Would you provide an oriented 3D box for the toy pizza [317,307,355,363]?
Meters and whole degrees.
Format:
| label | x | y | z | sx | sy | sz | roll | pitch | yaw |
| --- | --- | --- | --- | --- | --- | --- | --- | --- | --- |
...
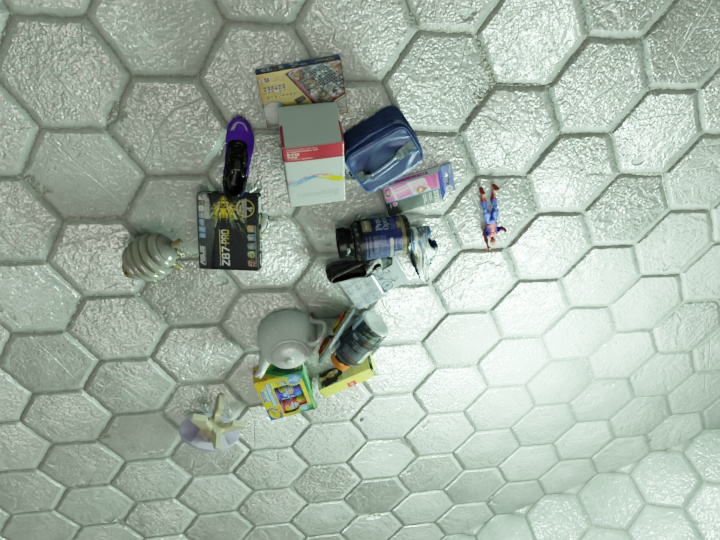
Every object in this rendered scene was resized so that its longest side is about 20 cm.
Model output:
| label | x | y | z | sx | sy | sz | roll | pitch | yaw |
| --- | --- | --- | --- | --- | --- | --- | --- | --- | --- |
| toy pizza | -0.080 | 0.190 | 1.948 | 0.032 | 0.200 | 0.201 | 33 | 120 | 1 |

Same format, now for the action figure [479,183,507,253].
| label | x | y | z | sx | sy | sz | roll | pitch | yaw |
| --- | --- | --- | --- | --- | --- | --- | --- | --- | --- |
| action figure | 0.378 | -0.134 | 1.838 | 0.065 | 0.099 | 0.201 | -14 | 132 | 1 |

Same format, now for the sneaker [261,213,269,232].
| label | x | y | z | sx | sy | sz | roll | pitch | yaw |
| --- | --- | --- | --- | --- | --- | --- | --- | --- | --- |
| sneaker | -0.327 | -0.088 | 1.739 | 0.079 | 0.074 | 0.200 | 32 | 110 | -21 |

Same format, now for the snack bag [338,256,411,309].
| label | x | y | z | sx | sy | sz | roll | pitch | yaw |
| --- | --- | --- | --- | --- | --- | --- | --- | --- | --- |
| snack bag | 0.036 | 0.016 | 1.929 | 0.199 | 0.021 | 0.189 | -27 | 129 | 9 |

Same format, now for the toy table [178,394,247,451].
| label | x | y | z | sx | sy | sz | roll | pitch | yaw |
| --- | --- | --- | --- | --- | --- | --- | --- | --- | --- |
| toy table | -0.482 | 0.515 | 2.128 | 0.199 | 0.185 | 0.117 | 4 | 145 | -31 |

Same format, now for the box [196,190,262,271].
| label | x | y | z | sx | sy | sz | roll | pitch | yaw |
| --- | --- | --- | --- | --- | --- | --- | --- | --- | --- |
| box | -0.336 | -0.102 | 1.669 | 0.160 | 0.049 | 0.201 | 3 | 105 | 3 |

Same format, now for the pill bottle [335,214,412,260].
| label | x | y | z | sx | sy | sz | roll | pitch | yaw |
| --- | --- | --- | --- | --- | --- | --- | --- | --- | --- |
| pill bottle | 0.035 | -0.087 | 1.786 | 0.199 | 0.112 | 0.112 | -8 | 130 | -7 |

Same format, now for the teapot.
| label | x | y | z | sx | sy | sz | roll | pitch | yaw |
| --- | --- | --- | --- | --- | --- | --- | --- | --- | --- |
| teapot | -0.215 | 0.225 | 1.961 | 0.196 | 0.146 | 0.201 | 4 | 126 | -16 |

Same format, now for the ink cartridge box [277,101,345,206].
| label | x | y | z | sx | sy | sz | roll | pitch | yaw |
| --- | --- | --- | --- | --- | --- | --- | --- | --- | --- |
| ink cartridge box | -0.115 | -0.274 | 1.552 | 0.144 | 0.146 | 0.200 | -8 | 144 | -5 |

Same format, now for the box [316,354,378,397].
| label | x | y | z | sx | sy | sz | roll | pitch | yaw |
| --- | --- | --- | --- | --- | --- | --- | --- | --- | --- |
| box | -0.045 | 0.347 | 2.144 | 0.199 | 0.075 | 0.050 | -24 | 130 | 6 |

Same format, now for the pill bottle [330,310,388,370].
| label | x | y | z | sx | sy | sz | roll | pitch | yaw |
| --- | --- | --- | --- | --- | --- | --- | --- | --- | --- |
| pill bottle | -0.010 | 0.228 | 2.034 | 0.106 | 0.106 | 0.200 | 27 | 118 | -30 |

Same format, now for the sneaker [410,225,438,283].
| label | x | y | z | sx | sy | sz | roll | pitch | yaw |
| --- | --- | --- | --- | --- | --- | --- | --- | --- | --- |
| sneaker | 0.190 | -0.046 | 1.880 | 0.085 | 0.077 | 0.201 | -19 | 131 | -3 |

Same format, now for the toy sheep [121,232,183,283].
| label | x | y | z | sx | sy | sz | roll | pitch | yaw |
| --- | --- | --- | --- | --- | --- | --- | --- | --- | --- |
| toy sheep | -0.542 | -0.036 | 1.691 | 0.199 | 0.138 | 0.138 | -28 | 129 | 16 |

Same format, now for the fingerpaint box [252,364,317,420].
| label | x | y | z | sx | sy | sz | roll | pitch | yaw |
| --- | --- | --- | --- | --- | --- | --- | --- | --- | --- |
| fingerpaint box | -0.247 | 0.391 | 2.134 | 0.166 | 0.074 | 0.201 | -14 | 130 | -1 |

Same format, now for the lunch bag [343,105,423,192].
| label | x | y | z | sx | sy | sz | roll | pitch | yaw |
| --- | --- | --- | --- | --- | --- | --- | --- | --- | --- |
| lunch bag | 0.046 | -0.294 | 1.608 | 0.200 | 0.133 | 0.136 | -31 | 128 | 12 |

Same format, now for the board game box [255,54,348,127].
| label | x | y | z | sx | sy | sz | roll | pitch | yaw |
| --- | --- | --- | --- | --- | --- | --- | --- | --- | --- |
| board game box | -0.136 | -0.422 | 1.527 | 0.199 | 0.035 | 0.136 | -11 | 130 | -4 |

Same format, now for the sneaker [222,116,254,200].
| label | x | y | z | sx | sy | sz | roll | pitch | yaw |
| --- | --- | --- | --- | --- | --- | --- | --- | --- | --- |
| sneaker | -0.292 | -0.264 | 1.552 | 0.069 | 0.100 | 0.201 | 5 | 106 | -10 |

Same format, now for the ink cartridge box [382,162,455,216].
| label | x | y | z | sx | sy | sz | roll | pitch | yaw |
| --- | --- | --- | --- | --- | --- | --- | --- | --- | --- |
| ink cartridge box | 0.161 | -0.219 | 1.759 | 0.199 | 0.037 | 0.095 | -18 | 130 | 0 |

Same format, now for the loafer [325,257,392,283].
| label | x | y | z | sx | sy | sz | roll | pitch | yaw |
| --- | --- | --- | --- | --- | --- | --- | --- | --- | --- |
| loafer | 0.000 | 0.000 | 1.854 | 0.199 | 0.063 | 0.072 | -12 | 129 | -2 |
